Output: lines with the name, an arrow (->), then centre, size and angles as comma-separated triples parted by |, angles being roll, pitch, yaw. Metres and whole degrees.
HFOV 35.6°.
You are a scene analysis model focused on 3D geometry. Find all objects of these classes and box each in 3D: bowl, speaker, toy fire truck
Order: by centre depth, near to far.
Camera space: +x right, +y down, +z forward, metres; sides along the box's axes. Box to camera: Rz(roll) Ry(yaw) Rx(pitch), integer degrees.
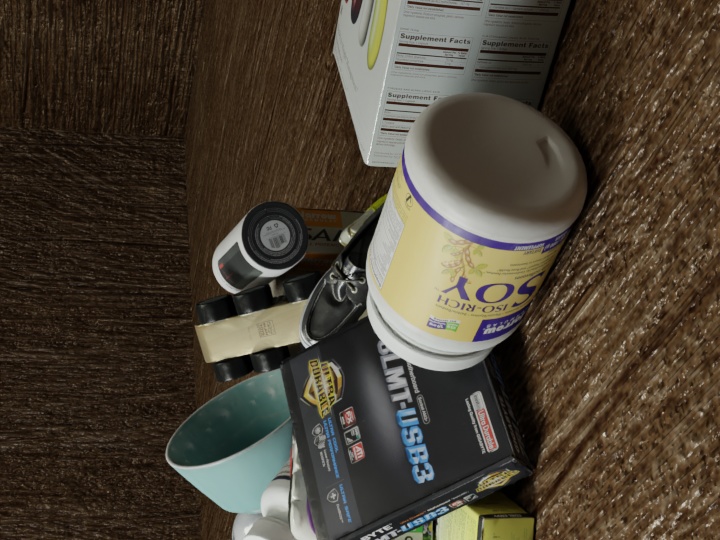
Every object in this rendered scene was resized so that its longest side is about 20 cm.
speaker -> -0.123, -0.024, 1.343 | 0.200, 0.080, 0.082 | 152, 118, -71
bowl -> -0.122, 0.215, 1.344 | 0.106, 0.200, 0.201 | 64, 172, -17
toy fire truck -> -0.085, 0.066, 1.374 | 0.200, 0.174, 0.130 | -40, -66, -72

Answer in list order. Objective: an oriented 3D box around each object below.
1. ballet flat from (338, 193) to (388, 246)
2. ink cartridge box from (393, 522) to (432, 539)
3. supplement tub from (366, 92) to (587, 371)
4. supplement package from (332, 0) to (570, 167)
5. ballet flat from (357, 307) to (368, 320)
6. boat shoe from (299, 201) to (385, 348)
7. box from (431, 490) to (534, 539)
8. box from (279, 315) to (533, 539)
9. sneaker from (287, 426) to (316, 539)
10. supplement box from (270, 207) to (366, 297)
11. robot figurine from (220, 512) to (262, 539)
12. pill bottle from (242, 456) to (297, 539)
ballet flat -> 0.004, -0.013, 1.281 | 0.067, 0.066, 0.202 | -38, 37, 59
ink cartridge box -> 0.030, 0.268, 1.067 | 0.109, 0.050, 0.202 | 146, 127, -73
supplement tub -> 0.085, -0.026, 0.909 | 0.201, 0.144, 0.146 | 108, 158, -48
supplement package -> 0.072, -0.225, 0.977 | 0.192, 0.145, 0.201 | -105, 22, -48
ballet flat -> 0.033, 0.082, 1.115 | 0.200, 0.067, 0.063 | -112, 38, -58
boat shoe -> 0.000, 0.000, 1.208 | 0.200, 0.070, 0.066 | -49, -19, -9
box -> 0.096, 0.230, 1.025 | 0.200, 0.050, 0.076 | -162, 75, -74
box -> 0.035, 0.129, 1.008 | 0.050, 0.197, 0.201 | 39, -151, -48
sneaker -> -0.031, 0.180, 1.161 | 0.081, 0.082, 0.202 | 107, 166, -70
supplement box -> -0.046, 0.010, 1.442 | 0.201, 0.125, 0.074 | 110, 157, -52
robot figurine -> -0.077, 0.315, 1.386 | 0.169, 0.199, 0.114 | 40, 137, 30
pill bottle -> -0.039, 0.246, 1.232 | 0.200, 0.111, 0.111 | -49, -12, -37
